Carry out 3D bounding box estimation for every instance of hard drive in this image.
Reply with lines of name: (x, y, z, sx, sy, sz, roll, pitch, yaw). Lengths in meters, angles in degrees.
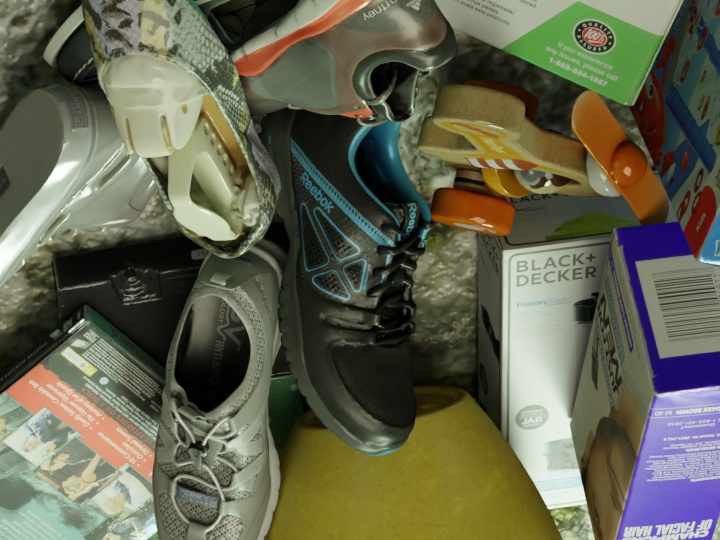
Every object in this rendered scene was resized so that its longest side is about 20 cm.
hard drive: (-0.099, 0.069, 1.706, 0.139, 0.038, 0.201, -10, 126, -5)

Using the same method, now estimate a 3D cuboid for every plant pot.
plant pot: (0.022, 0.146, 1.680, 0.199, 0.200, 0.143, -10, 98, -5)

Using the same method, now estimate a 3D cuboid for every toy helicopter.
toy helicopter: (0.090, -0.064, 1.543, 0.132, 0.200, 0.079, 12, 85, 18)

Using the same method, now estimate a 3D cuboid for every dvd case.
dvd case: (-0.182, 0.121, 1.691, 0.200, 0.022, 0.146, -39, 123, 16)

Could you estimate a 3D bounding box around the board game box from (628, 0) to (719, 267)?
board game box: (0.209, -0.134, 1.524, 0.056, 0.196, 0.201, 10, 123, -18)

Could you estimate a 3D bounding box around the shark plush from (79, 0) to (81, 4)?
shark plush: (-0.073, -0.198, 1.502, 0.083, 0.091, 0.200, 6, 125, -54)

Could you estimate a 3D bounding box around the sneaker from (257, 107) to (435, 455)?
sneaker: (0.000, 0.000, 1.585, 0.082, 0.201, 0.073, -14, 179, 38)

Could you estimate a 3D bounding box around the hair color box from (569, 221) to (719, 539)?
hair color box: (0.164, 0.074, 1.610, 0.064, 0.110, 0.200, -6, 145, -6)

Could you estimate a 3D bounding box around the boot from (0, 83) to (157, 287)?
boot: (-0.174, -0.026, 1.601, 0.095, 0.074, 0.200, 4, 146, -42)

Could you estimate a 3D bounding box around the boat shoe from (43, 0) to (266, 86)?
boat shoe: (-0.079, -0.143, 1.512, 0.200, 0.076, 0.060, -34, 86, 29)

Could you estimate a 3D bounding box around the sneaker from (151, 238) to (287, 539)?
sneaker: (-0.087, 0.082, 1.612, 0.074, 0.082, 0.201, 9, 103, 16)

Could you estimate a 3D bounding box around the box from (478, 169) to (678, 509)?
box: (0.129, 0.044, 1.722, 0.116, 0.060, 0.201, -6, 126, -8)

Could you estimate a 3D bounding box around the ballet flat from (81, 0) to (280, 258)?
ballet flat: (-0.091, -0.074, 1.501, 0.072, 0.072, 0.201, -23, 139, 5)

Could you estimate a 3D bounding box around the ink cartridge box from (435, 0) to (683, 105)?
ink cartridge box: (0.117, -0.208, 1.492, 0.145, 0.084, 0.201, 25, 120, 0)

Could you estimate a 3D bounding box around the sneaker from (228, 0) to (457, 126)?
sneaker: (-0.013, -0.102, 1.514, 0.077, 0.200, 0.082, -38, 94, -25)
